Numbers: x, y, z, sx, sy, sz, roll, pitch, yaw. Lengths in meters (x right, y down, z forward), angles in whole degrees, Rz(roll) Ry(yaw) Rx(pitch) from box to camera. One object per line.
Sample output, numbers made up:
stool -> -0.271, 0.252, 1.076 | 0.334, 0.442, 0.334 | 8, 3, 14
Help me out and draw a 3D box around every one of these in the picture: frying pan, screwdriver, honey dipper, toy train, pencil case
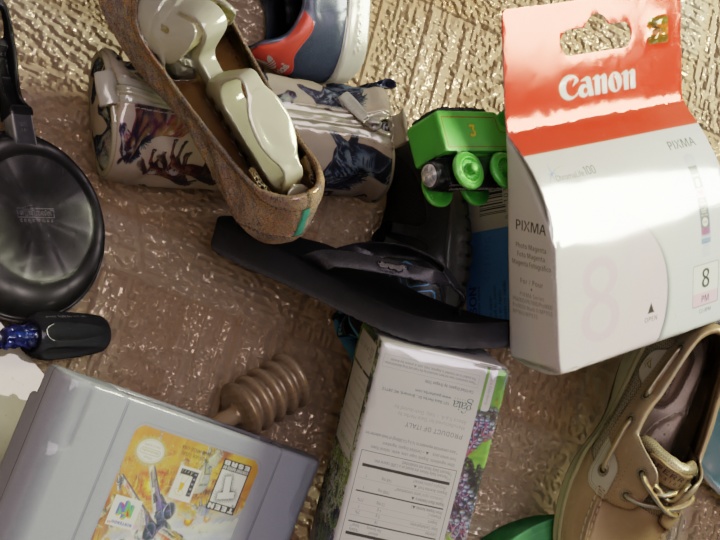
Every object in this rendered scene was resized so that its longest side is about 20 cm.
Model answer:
frying pan -> -0.190, -0.062, 0.933 | 0.114, 0.031, 0.192 | 26, 63, -32
screwdriver -> -0.210, 0.040, 0.860 | 0.029, 0.028, 0.199 | 52, 27, 19
honey dipper -> -0.114, 0.108, 0.920 | 0.199, 0.038, 0.038 | -29, 93, -33
toy train -> 0.109, -0.071, 0.943 | 0.198, 0.042, 0.057 | -4, 74, -40
pencil case -> -0.073, -0.088, 0.958 | 0.197, 0.090, 0.079 | 4, 64, -22

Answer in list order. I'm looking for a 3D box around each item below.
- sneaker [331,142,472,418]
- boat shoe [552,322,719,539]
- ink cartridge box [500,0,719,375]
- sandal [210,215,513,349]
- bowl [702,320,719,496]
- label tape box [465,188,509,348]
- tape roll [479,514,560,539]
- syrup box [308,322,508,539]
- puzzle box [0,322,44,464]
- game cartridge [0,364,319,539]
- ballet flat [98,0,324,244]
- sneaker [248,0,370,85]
sneaker -> 0.025, 0.012, 0.993 | 0.081, 0.073, 0.203 | 1, 78, -14
boat shoe -> 0.177, 0.124, 0.983 | 0.071, 0.064, 0.202 | 20, 85, -20
ink cartridge box -> 0.154, -0.055, 0.918 | 0.161, 0.057, 0.203 | -14, 111, -38
sandal -> -0.001, 0.000, 0.933 | 0.198, 0.076, 0.043 | 22, 101, 18
bowl -> 0.320, 0.074, 1.058 | 0.201, 0.200, 0.105 | 48, 42, -9
label tape box -> 0.154, -0.018, 1.048 | 0.199, 0.066, 0.145 | 7, 78, -46
tape roll -> 0.136, 0.260, 1.013 | 0.198, 0.048, 0.203 | 4, 80, -22
syrup box -> 0.020, 0.139, 0.928 | 0.080, 0.079, 0.203 | 12, 96, -9
puzzle box -> -0.209, 0.131, 0.900 | 0.133, 0.025, 0.201 | -42, 98, -23
game cartridge -> -0.118, 0.142, 0.880 | 0.199, 0.041, 0.135 | 25, 82, -43
ballet flat -> -0.079, -0.111, 0.878 | 0.068, 0.067, 0.201 | -34, 88, -25
sneaker -> -0.038, -0.222, 1.001 | 0.084, 0.075, 0.203 | 5, 80, -26
